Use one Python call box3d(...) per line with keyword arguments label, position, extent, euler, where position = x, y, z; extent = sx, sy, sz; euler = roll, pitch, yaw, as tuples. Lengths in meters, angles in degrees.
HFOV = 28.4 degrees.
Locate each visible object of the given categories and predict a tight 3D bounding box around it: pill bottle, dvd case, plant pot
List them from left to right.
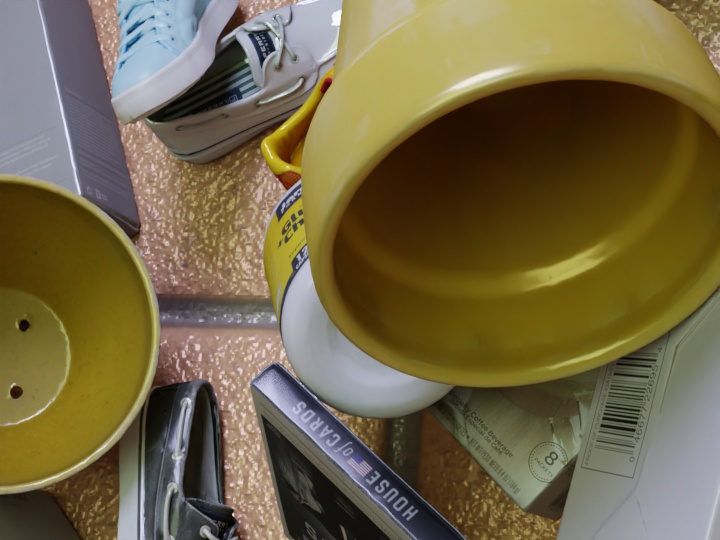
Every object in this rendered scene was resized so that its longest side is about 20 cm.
box3d(label="plant pot", position=(-0.239, 0.049, 0.946), extent=(0.199, 0.142, 0.201), euler=(2, 80, -13))
box3d(label="pill bottle", position=(0.000, 0.000, 0.842), extent=(0.112, 0.200, 0.113), euler=(-3, 109, -8))
box3d(label="dvd case", position=(0.003, 0.153, 0.810), extent=(0.025, 0.200, 0.150), euler=(-39, 62, -21))
box3d(label="plant pot", position=(0.066, -0.077, 0.683), extent=(0.200, 0.201, 0.189), euler=(-25, 44, 15))

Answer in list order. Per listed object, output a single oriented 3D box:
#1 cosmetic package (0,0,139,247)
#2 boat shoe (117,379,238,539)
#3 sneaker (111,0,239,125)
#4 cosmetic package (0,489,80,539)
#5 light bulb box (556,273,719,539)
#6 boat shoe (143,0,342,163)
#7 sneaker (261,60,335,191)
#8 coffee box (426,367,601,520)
box3d(label="cosmetic package", position=(-0.242, -0.111, 1.038), extent=(0.106, 0.090, 0.201), euler=(-20, 67, 17))
box3d(label="boat shoe", position=(-0.116, 0.168, 0.920), extent=(0.063, 0.071, 0.201), euler=(-14, 70, 20))
box3d(label="sneaker", position=(-0.142, -0.168, 0.952), extent=(0.074, 0.082, 0.200), euler=(-31, 24, 21))
box3d(label="cosmetic package", position=(-0.208, 0.236, 0.920), extent=(0.081, 0.113, 0.200), euler=(-44, 67, 8))
box3d(label="light bulb box", position=(0.227, 0.100, 0.709), extent=(0.125, 0.199, 0.199), euler=(-1, 70, 67))
box3d(label="boat shoe", position=(-0.060, -0.140, 0.976), extent=(0.200, 0.067, 0.074), euler=(-36, 66, 11))
box3d(label="sneaker", position=(0.021, -0.123, 0.934), extent=(0.200, 0.077, 0.073), euler=(-47, 63, 4))
box3d(label="coffee box", position=(0.137, 0.036, 0.841), extent=(0.200, 0.080, 0.114), euler=(-48, 64, 5))
